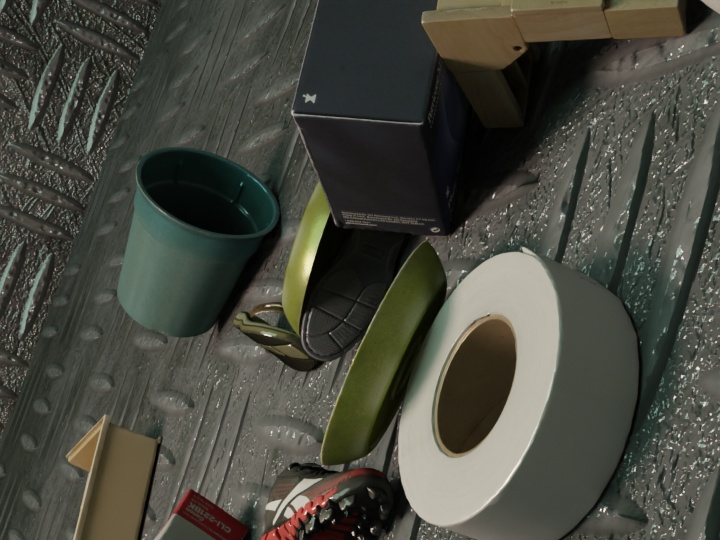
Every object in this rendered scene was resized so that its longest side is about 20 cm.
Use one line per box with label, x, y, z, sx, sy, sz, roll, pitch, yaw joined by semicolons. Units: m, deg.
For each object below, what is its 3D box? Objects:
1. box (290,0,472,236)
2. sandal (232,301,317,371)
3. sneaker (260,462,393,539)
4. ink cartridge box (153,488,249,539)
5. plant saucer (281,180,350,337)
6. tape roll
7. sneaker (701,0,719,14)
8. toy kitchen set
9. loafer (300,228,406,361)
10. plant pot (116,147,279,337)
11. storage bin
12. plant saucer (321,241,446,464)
box;0.032;-0.166;1.082;0.199;0.122;0.202;66;-147;-62
sandal;-0.096;0.062;1.352;0.058;0.080;0.201;-55;21;-5
sneaker;-0.035;0.207;1.072;0.200;0.070;0.099;-45;33;47
ink cartridge box;-0.211;0.351;1.247;0.145;0.083;0.200;-55;4;30
plant saucer;-0.041;-0.030;1.244;0.200;0.031;0.202;19;-90;-83
tape roll;0.107;0.091;0.851;0.203;0.070;0.204;-50;27;38
sneaker;0.285;-0.211;0.739;0.089;0.075;0.199;-59;26;-13
toy kitchen set;0.180;-0.235;0.986;0.198;0.180;0.165;2;69;24
loafer;0.000;0.000;1.212;0.063;0.071;0.202;132;163;-83
plant pot;-0.236;-0.030;1.627;0.201;0.198;0.197;-100;31;-53
storage bin;-0.381;0.346;1.725;0.198;0.093;0.202;-41;35;48
plant saucer;0.026;0.075;0.988;0.201;0.031;0.200;-61;-10;-19
